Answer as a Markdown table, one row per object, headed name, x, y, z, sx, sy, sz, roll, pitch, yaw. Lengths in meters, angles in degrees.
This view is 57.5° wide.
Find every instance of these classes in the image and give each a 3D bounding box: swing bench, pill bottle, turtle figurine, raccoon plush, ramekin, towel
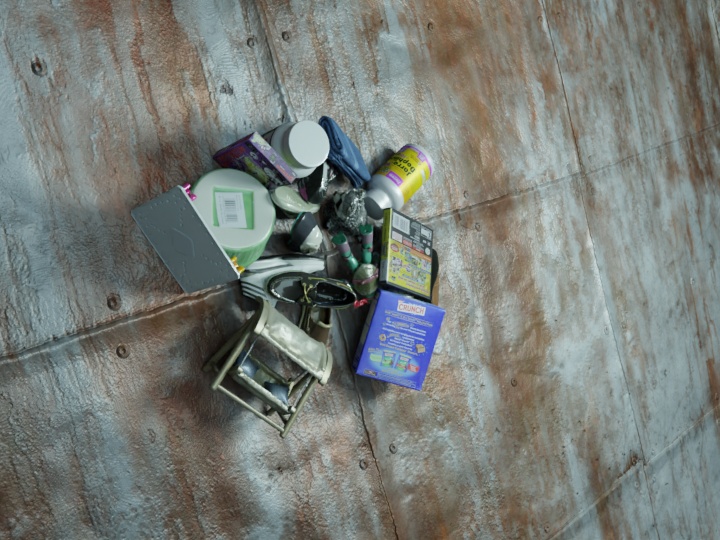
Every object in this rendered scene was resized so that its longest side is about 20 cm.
| name | x | y | z | sx | sy | sz | roll | pitch | yaw |
| --- | --- | --- | --- | --- | --- | --- | --- | --- | --- |
| swing bench | -0.183 | 0.196 | 1.359 | 0.199 | 0.130 | 0.200 | 40 | 85 | -24 |
| pill bottle | -0.155 | -0.247 | 1.385 | 0.116 | 0.199 | 0.118 | 2 | 86 | -33 |
| pill bottle | 0.086 | -0.214 | 1.602 | 0.200 | 0.104 | 0.105 | -47 | 112 | -26 |
| turtle figurine | 0.000 | 0.000 | 1.512 | 0.149 | 0.100 | 0.201 | -32 | 130 | -28 |
| raccoon plush | 0.009 | -0.128 | 1.528 | 0.199 | 0.134 | 0.098 | 19 | 77 | -31 |
| ramekin | -0.269 | -0.107 | 1.332 | 0.198 | 0.098 | 0.202 | 9 | 69 | -23 |
| towel | -0.041 | -0.266 | 1.484 | 0.112 | 0.048 | 0.200 | 69 | 14 | 18 |

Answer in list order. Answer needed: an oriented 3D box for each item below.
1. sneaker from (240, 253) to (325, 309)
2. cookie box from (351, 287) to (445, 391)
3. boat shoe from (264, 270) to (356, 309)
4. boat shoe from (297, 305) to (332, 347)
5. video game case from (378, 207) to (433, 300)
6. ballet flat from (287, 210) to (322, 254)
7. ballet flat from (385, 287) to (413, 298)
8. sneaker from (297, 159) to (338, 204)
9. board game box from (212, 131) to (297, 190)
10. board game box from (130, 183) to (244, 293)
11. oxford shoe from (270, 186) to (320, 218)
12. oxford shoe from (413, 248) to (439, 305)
| name | x | y | z | sx | sy | sz | roll | pitch | yaw |
| --- | --- | --- | --- | --- | --- | --- | --- | --- | --- |
| sneaker | -0.171 | 0.025 | 1.450 | 0.199 | 0.076 | 0.117 | -4 | 99 | -26 |
| cookie box | 0.090 | 0.161 | 1.552 | 0.170 | 0.075 | 0.202 | 17 | 93 | -13 |
| boat shoe | -0.103 | 0.043 | 1.408 | 0.200 | 0.060 | 0.072 | 6 | 98 | -26 |
| boat shoe | -0.100 | 0.127 | 1.479 | 0.074 | 0.075 | 0.204 | 3 | 86 | -33 |
| video game case | 0.113 | -0.036 | 1.581 | 0.199 | 0.025 | 0.183 | 21 | 69 | -51 |
| ballet flat | -0.114 | -0.074 | 1.405 | 0.072 | 0.200 | 0.074 | 2 | 78 | -10 |
| ballet flat | 0.105 | 0.088 | 1.623 | 0.074 | 0.074 | 0.202 | -7 | 91 | -34 |
| sneaker | -0.083 | -0.221 | 1.471 | 0.086 | 0.080 | 0.201 | 38 | 38 | -37 |
| board game box | -0.219 | -0.213 | 1.341 | 0.120 | 0.199 | 0.032 | 49 | 65 | -21 |
| board game box | -0.333 | -0.057 | 1.261 | 0.026 | 0.199 | 0.201 | -45 | 112 | -40 |
| oxford shoe | -0.145 | -0.138 | 1.418 | 0.058 | 0.200 | 0.075 | -40 | 82 | 14 |
| oxford shoe | 0.172 | 0.044 | 1.684 | 0.071 | 0.071 | 0.202 | 25 | 69 | -61 |
